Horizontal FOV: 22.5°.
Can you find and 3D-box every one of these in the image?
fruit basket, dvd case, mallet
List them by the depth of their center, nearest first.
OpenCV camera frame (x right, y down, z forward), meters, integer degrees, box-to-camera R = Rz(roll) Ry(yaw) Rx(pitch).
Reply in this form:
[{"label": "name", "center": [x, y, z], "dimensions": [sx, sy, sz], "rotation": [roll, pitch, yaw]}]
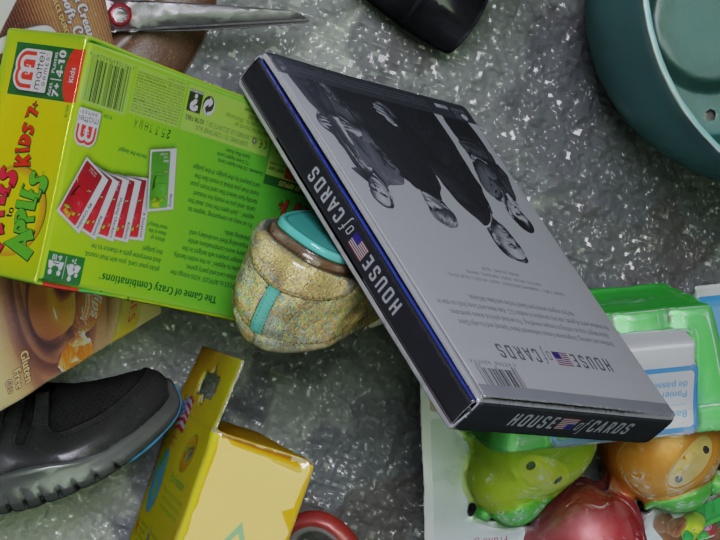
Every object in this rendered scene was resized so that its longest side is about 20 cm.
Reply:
[{"label": "dvd case", "center": [0.044, -0.009, 0.808], "dimensions": [0.150, 0.200, 0.025], "rotation": [10, 132, -49]}, {"label": "fruit basket", "center": [0.120, 0.110, 0.903], "dimensions": [0.184, 0.094, 0.201], "rotation": [-4, 95, -13]}, {"label": "mallet", "center": [0.077, -0.199, 0.919], "dimensions": [0.066, 0.041, 0.200], "rotation": [41, 78, -11]}]

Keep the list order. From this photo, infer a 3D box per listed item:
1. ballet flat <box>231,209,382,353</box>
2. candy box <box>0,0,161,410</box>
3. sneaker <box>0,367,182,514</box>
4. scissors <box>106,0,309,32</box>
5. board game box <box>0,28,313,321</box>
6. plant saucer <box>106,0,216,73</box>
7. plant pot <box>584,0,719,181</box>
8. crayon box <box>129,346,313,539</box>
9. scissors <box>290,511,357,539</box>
[{"label": "ballet flat", "center": [0.000, 0.000, 0.848], "dimensions": [0.070, 0.200, 0.071], "rotation": [4, 99, 25]}, {"label": "candy box", "center": [-0.158, -0.051, 0.792], "dimensions": [0.115, 0.055, 0.201], "rotation": [-34, 125, -44]}, {"label": "sneaker", "center": [-0.182, 0.073, 0.840], "dimensions": [0.199, 0.073, 0.082], "rotation": [-17, 95, -13]}, {"label": "scissors", "center": [-0.126, -0.113, 0.847], "dimensions": [0.199, 0.014, 0.074], "rotation": [14, 87, -14]}, {"label": "board game box", "center": [-0.083, -0.034, 0.813], "dimensions": [0.200, 0.047, 0.102], "rotation": [14, 87, -56]}, {"label": "plant saucer", "center": [-0.162, -0.156, 0.861], "dimensions": [0.199, 0.037, 0.202], "rotation": [0, 91, -12]}, {"label": "plant pot", "center": [0.200, -0.132, 0.881], "dimensions": [0.199, 0.161, 0.202], "rotation": [0, 91, -13]}, {"label": "crayon box", "center": [-0.077, 0.139, 0.838], "dimensions": [0.051, 0.127, 0.201], "rotation": [19, 87, -13]}, {"label": "scissors", "center": [0.035, 0.185, 0.880], "dimensions": [0.199, 0.014, 0.073], "rotation": [28, 108, 3]}]
